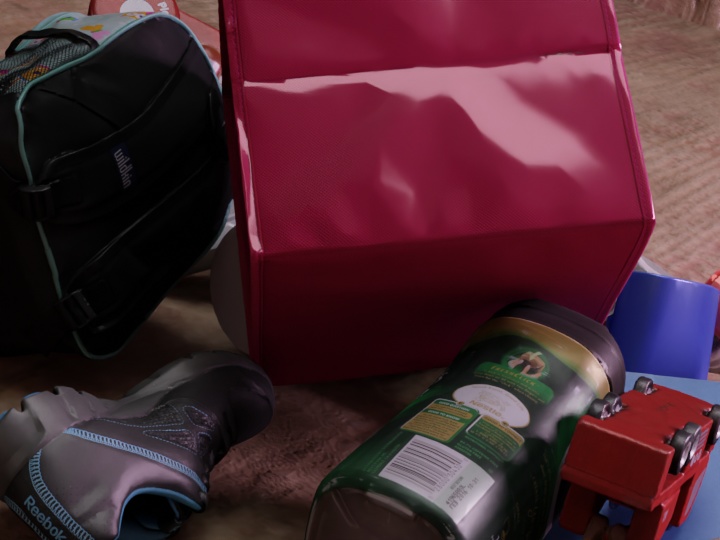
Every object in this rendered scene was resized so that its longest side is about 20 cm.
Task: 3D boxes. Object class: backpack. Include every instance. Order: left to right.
[{"bbox_3d":[-0.168,-0.060,0.994,0.152,0.177,0.200,3,31,35],"label":"backpack"}]

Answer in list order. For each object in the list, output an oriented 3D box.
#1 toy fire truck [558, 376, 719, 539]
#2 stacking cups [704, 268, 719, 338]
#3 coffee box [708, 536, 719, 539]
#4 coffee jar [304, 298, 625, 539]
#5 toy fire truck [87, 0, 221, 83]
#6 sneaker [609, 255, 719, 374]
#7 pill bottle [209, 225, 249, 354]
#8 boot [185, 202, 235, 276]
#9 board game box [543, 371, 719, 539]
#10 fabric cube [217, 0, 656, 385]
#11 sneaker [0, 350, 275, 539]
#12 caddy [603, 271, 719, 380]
[{"bbox_3d":[0.115,0.132,0.792,0.048,0.142,0.200,20,10,20],"label":"toy fire truck"},{"bbox_3d":[0.308,0.075,1.119,0.200,0.061,0.060,40,28,23],"label":"stacking cups"},{"bbox_3d":[0.166,0.178,0.713,0.199,0.114,0.080,-5,27,-43],"label":"coffee box"},{"bbox_3d":[0.056,0.096,0.809,0.085,0.105,0.200,23,35,22],"label":"coffee jar"},{"bbox_3d":[-0.142,-0.104,1.222,0.167,0.112,0.201,25,60,-3],"label":"toy fire truck"},{"bbox_3d":[0.216,0.036,1.258,0.082,0.075,0.200,37,-1,-39],"label":"sneaker"},{"bbox_3d":[0.000,0.000,1.092,0.113,0.114,0.199,28,23,34],"label":"pill bottle"},{"bbox_3d":[-0.065,-0.073,1.156,0.199,0.096,0.074,-25,-7,-11],"label":"boot"},{"bbox_3d":[0.148,0.128,0.896,0.198,0.039,0.159,5,48,14],"label":"board game box"},{"bbox_3d":[0.028,-0.067,0.913,0.197,0.202,0.196,-6,-21,-5],"label":"fabric cube"},{"bbox_3d":[-0.102,0.097,0.840,0.082,0.073,0.199,48,31,18],"label":"sneaker"},{"bbox_3d":[0.154,0.050,1.073,0.140,0.106,0.200,10,0,16],"label":"caddy"}]
